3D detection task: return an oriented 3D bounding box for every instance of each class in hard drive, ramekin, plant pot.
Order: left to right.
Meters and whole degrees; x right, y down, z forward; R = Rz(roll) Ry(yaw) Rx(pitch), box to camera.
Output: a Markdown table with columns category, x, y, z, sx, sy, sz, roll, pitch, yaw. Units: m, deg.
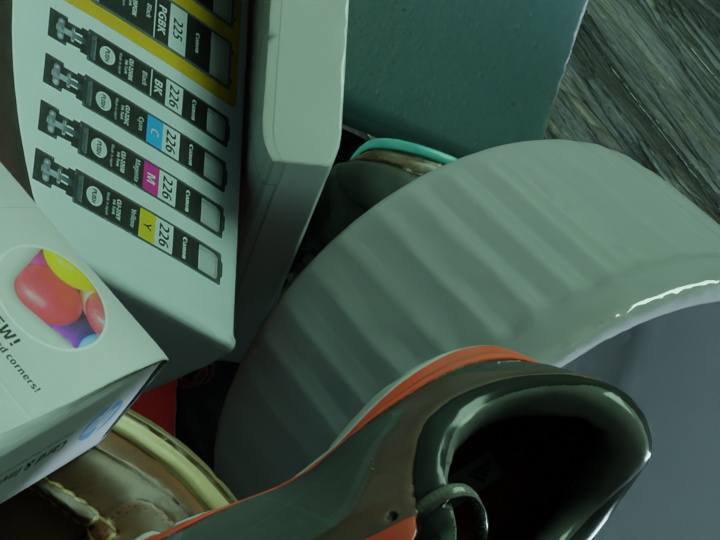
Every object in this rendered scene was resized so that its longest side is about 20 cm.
| category | x | y | z | sx | sy | sz | roll | pitch | yaw |
| --- | --- | --- | --- | --- | --- | --- | --- | --- | --- |
| hard drive | -0.030 | -0.061 | 0.866 | 0.026 | 0.200 | 0.133 | 6 | 71 | -8 |
| plant pot | -0.024 | -0.168 | 1.099 | 0.199 | 0.198 | 0.196 | 14 | 9 | -29 |
| ramekin | 0.051 | 0.056 | 0.811 | 0.200 | 0.201 | 0.098 | 24 | 18 | -50 |

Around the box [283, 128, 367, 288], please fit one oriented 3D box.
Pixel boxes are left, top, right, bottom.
| category | x | y | z | sx | sy | sz | roll | pitch | yaw |
| --- | --- | --- | --- | --- | --- | --- | --- | --- | --- |
| box | 0.029 | 0.021 | 1.090 | 0.200 | 0.047 | 0.194 | 22 | 31 | -54 |

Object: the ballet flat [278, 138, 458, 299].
| category | x | y | z | sx | sy | sz | roll | pitch | yaw |
| --- | --- | --- | --- | --- | --- | --- | --- | --- | --- |
| ballet flat | 0.000 | 0.000 | 0.907 | 0.067 | 0.069 | 0.200 | 15 | -6 | 0 |

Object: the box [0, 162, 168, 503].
| category | x | y | z | sx | sy | sz | roll | pitch | yaw |
| --- | --- | --- | --- | --- | --- | --- | --- | --- | --- |
| box | -0.158 | 0.007 | 0.577 | 0.156 | 0.041 | 0.200 | 48 | 39 | 8 |

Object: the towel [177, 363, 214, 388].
| category | x | y | z | sx | sy | sz | roll | pitch | yaw |
| --- | --- | --- | --- | --- | --- | --- | --- | --- | --- |
| towel | -0.132 | -0.052 | 0.916 | 0.144 | 0.023 | 0.201 | 29 | 23 | -45 |

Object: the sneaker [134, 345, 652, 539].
| category | x | y | z | sx | sy | sz | roll | pitch | yaw |
| --- | --- | --- | --- | --- | --- | --- | --- | --- | --- |
| sneaker | -0.009 | 0.083 | 0.616 | 0.077 | 0.200 | 0.082 | 52 | -23 | -11 |

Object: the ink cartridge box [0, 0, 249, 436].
| category | x | y | z | sx | sy | sz | roll | pitch | yaw |
| --- | --- | --- | --- | --- | --- | --- | --- | --- | --- |
| ink cartridge box | -0.091 | -0.064 | 0.795 | 0.175 | 0.084 | 0.201 | 29 | 49 | -38 |

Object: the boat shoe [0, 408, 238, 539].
| category | x | y | z | sx | sy | sz | roll | pitch | yaw |
| --- | --- | --- | --- | --- | --- | --- | --- | --- | --- |
| boat shoe | -0.060 | 0.091 | 0.669 | 0.199 | 0.072 | 0.068 | 35 | 33 | -13 |
